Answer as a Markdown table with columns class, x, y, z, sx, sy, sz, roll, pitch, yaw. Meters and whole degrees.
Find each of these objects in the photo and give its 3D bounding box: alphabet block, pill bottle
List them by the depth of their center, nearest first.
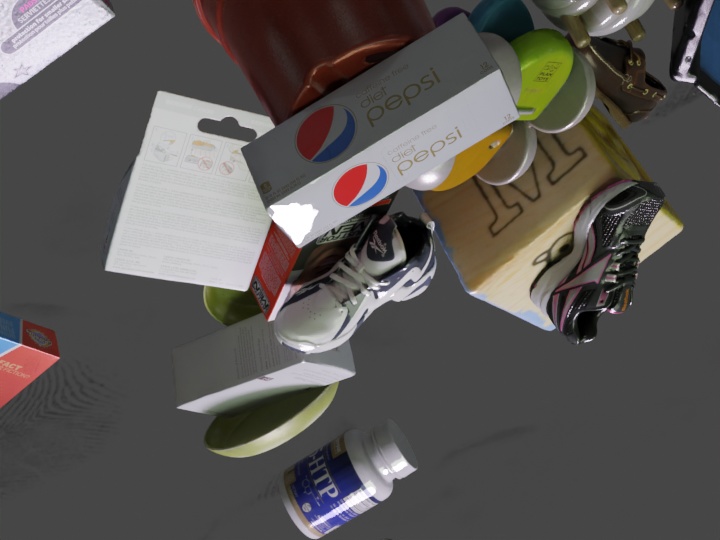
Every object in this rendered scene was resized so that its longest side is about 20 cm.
| class | x | y | z | sx | sy | sz | roll | pitch | yaw |
| --- | --- | --- | --- | --- | --- | --- | --- | --- | --- |
| alphabet block | 0.202 | -0.082 | 1.170 | 0.200 | 0.197 | 0.195 | -41 | 144 | 22 |
| pill bottle | -0.017 | 0.319 | 1.628 | 0.199 | 0.120 | 0.120 | -33 | 145 | 10 |

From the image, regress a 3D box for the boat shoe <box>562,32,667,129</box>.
| class | x | y | z | sx | sy | sz | roll | pitch | yaw |
| --- | --- | --- | --- | --- | --- | --- | --- | --- | --- |
| boat shoe | 0.279 | -0.221 | 1.147 | 0.070 | 0.071 | 0.199 | -32 | 154 | 22 |

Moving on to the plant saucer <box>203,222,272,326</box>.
| class | x | y | z | sx | sy | sz | roll | pitch | yaw |
| --- | --- | --- | --- | --- | --- | --- | --- | --- | --- |
| plant saucer | -0.093 | -0.004 | 1.232 | 0.198 | 0.031 | 0.201 | -18 | 145 | -13 |

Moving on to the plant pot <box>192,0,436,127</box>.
| class | x | y | z | sx | sy | sz | roll | pitch | yaw |
| --- | --- | --- | --- | --- | --- | --- | --- | --- | --- |
| plant pot | -0.023 | -0.195 | 0.877 | 0.199 | 0.196 | 0.202 | -16 | 145 | -12 |

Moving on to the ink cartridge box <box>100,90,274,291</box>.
| class | x | y | z | sx | sy | sz | roll | pitch | yaw |
| --- | --- | --- | --- | --- | --- | --- | --- | --- | --- |
| ink cartridge box | -0.163 | -0.081 | 1.069 | 0.161 | 0.057 | 0.202 | 9 | 113 | -27 |

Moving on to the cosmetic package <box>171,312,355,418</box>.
| class | x | y | z | sx | sy | sz | roll | pitch | yaw |
| --- | --- | --- | --- | --- | --- | --- | --- | --- | --- |
| cosmetic package | -0.121 | 0.111 | 1.270 | 0.199 | 0.082 | 0.112 | -24 | 154 | 28 |

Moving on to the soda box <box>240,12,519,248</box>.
| class | x | y | z | sx | sy | sz | roll | pitch | yaw |
| --- | --- | --- | --- | --- | --- | --- | --- | --- | --- |
| soda box | 0.014 | -0.103 | 0.786 | 0.199 | 0.068 | 0.064 | -31 | 146 | 7 |

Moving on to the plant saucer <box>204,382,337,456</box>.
| class | x | y | z | sx | sy | sz | roll | pitch | yaw |
| --- | --- | --- | --- | --- | --- | --- | --- | --- | --- |
| plant saucer | -0.107 | 0.179 | 1.340 | 0.199 | 0.200 | 0.031 | -29 | 105 | 5 |

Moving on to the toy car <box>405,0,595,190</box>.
| class | x | y | z | sx | sy | sz | roll | pitch | yaw |
| --- | --- | --- | --- | --- | --- | --- | --- | --- | --- |
| toy car | 0.105 | -0.172 | 0.976 | 0.174 | 0.151 | 0.200 | -7 | 152 | -43 |

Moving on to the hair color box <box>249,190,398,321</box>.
| class | x | y | z | sx | sy | sz | roll | pitch | yaw |
| --- | --- | --- | --- | --- | --- | --- | --- | --- | --- |
| hair color box | -0.043 | -0.035 | 1.121 | 0.101 | 0.062 | 0.201 | -13 | 149 | -32 |

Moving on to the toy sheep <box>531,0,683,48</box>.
| class | x | y | z | sx | sy | sz | roll | pitch | yaw |
| --- | --- | --- | --- | --- | --- | --- | --- | --- | --- |
| toy sheep | 0.216 | -0.280 | 0.969 | 0.199 | 0.138 | 0.138 | -13 | 147 | -43 |

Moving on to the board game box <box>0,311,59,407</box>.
| class | x | y | z | sx | sy | sz | roll | pitch | yaw |
| --- | --- | --- | --- | --- | --- | --- | --- | --- | --- |
| board game box | -0.456 | 0.116 | 1.151 | 0.199 | 0.041 | 0.153 | -38 | 144 | 17 |

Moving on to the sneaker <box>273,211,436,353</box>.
| class | x | y | z | sx | sy | sz | roll | pitch | yaw |
| --- | --- | --- | --- | --- | --- | --- | --- | --- | --- |
| sneaker | 0.000 | 0.000 | 1.071 | 0.197 | 0.080 | 0.130 | -21 | 150 | -21 |

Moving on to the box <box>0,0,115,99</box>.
| class | x | y | z | sx | sy | sz | roll | pitch | yaw |
| --- | --- | --- | --- | --- | --- | --- | --- | --- | --- |
| box | -0.303 | -0.199 | 0.765 | 0.199 | 0.115 | 0.132 | -32 | 145 | 10 |

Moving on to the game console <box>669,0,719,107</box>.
| class | x | y | z | sx | sy | sz | roll | pitch | yaw |
| --- | --- | --- | --- | --- | --- | --- | --- | --- | --- |
| game console | 0.366 | -0.262 | 1.009 | 0.115 | 0.201 | 0.177 | 11 | 142 | 6 |

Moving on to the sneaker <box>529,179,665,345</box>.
| class | x | y | z | sx | sy | sz | roll | pitch | yaw |
| --- | --- | --- | --- | --- | --- | --- | --- | --- | --- |
| sneaker | 0.255 | -0.003 | 1.059 | 0.080 | 0.087 | 0.201 | -6 | 140 | -28 |
